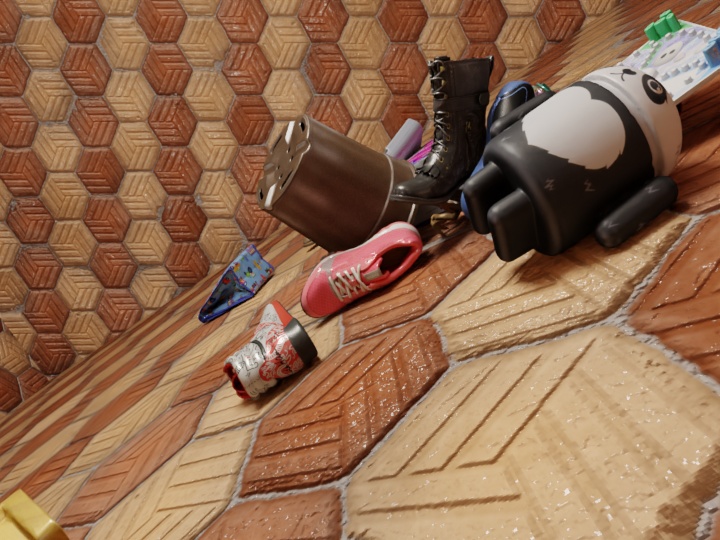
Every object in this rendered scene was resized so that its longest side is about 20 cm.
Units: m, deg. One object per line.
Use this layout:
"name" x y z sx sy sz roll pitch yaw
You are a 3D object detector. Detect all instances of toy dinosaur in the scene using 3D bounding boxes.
"toy dinosaur" 0.134 -0.101 0.824 0.196 0.062 0.106 5 29 33

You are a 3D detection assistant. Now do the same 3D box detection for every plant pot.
"plant pot" -0.044 -0.122 0.851 0.199 0.195 0.205 -37 41 40

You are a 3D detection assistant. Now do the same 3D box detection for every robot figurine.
"robot figurine" 0.192 -0.097 0.505 0.197 0.152 0.125 -33 -1 0

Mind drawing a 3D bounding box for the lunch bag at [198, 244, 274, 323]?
"lunch bag" -0.341 0.049 1.436 0.199 0.094 0.151 -38 12 26

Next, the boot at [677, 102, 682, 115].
"boot" 0.350 -0.207 0.665 0.200 0.073 0.144 -45 15 -13

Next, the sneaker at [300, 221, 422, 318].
"sneaker" 0.000 0.000 0.754 0.197 0.075 0.087 -33 14 1

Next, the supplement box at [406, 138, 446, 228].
"supplement box" 0.139 -0.172 0.989 0.100 0.105 0.200 -24 13 37

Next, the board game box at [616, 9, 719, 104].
"board game box" 0.300 -0.209 0.628 0.198 0.026 0.201 -38 18 25

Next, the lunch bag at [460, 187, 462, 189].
"lunch bag" 0.239 -0.196 0.891 0.158 0.077 0.200 -18 18 43

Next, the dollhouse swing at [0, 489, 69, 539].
"dollhouse swing" -0.256 0.298 0.367 0.200 0.173 0.185 -44 -25 -41

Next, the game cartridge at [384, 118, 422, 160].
"game cartridge" 0.073 -0.187 1.078 0.134 0.041 0.202 -51 -17 -30

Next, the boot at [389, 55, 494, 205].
"boot" 0.108 -0.191 0.738 0.197 0.179 0.069 -24 26 -30

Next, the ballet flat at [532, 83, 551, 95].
"ballet flat" 0.388 -0.367 1.204 0.071 0.069 0.200 -46 1 27

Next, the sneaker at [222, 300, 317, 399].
"sneaker" -0.129 0.101 0.712 0.107 0.068 0.201 -33 15 -14

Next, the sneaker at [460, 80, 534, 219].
"sneaker" 0.200 -0.157 0.721 0.077 0.069 0.205 11 79 56

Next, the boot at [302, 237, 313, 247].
"boot" -0.091 -0.137 1.503 0.199 0.076 0.073 -40 16 -23
